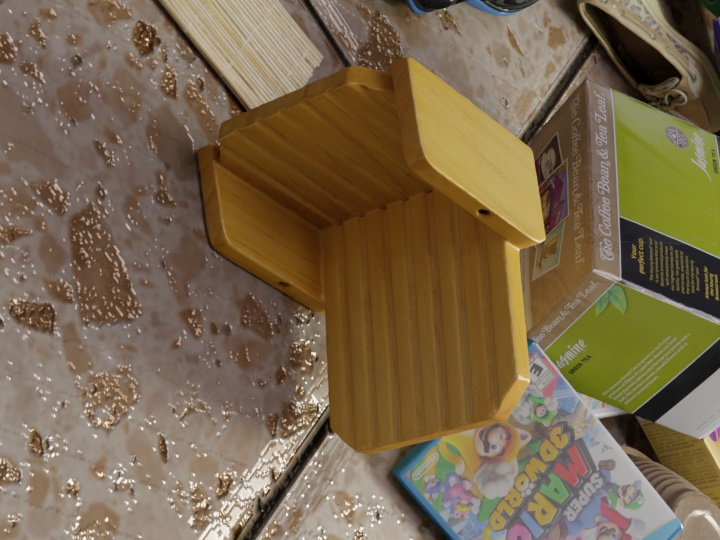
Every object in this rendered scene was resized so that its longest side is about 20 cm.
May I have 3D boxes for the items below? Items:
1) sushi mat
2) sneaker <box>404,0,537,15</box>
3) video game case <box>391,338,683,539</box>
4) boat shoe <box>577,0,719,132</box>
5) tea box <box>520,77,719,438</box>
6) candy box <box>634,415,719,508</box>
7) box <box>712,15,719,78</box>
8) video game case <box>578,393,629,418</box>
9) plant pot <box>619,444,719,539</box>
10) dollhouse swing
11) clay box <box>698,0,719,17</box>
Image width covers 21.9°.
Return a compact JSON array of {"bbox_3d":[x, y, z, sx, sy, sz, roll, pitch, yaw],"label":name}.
[{"bbox_3d":[-0.103,-0.197,1.327,0.200,0.012,0.096,51,43,-24],"label":"sushi mat"},{"bbox_3d":[0.094,-0.249,1.518,0.199,0.082,0.071,-4,79,-49],"label":"sneaker"},{"bbox_3d":[0.135,0.171,1.388,0.143,0.018,0.200,-43,109,-10],"label":"video game case"},{"bbox_3d":[0.262,-0.192,1.705,0.200,0.073,0.063,48,53,-20],"label":"boat shoe"},{"bbox_3d":[0.221,-0.008,1.450,0.196,0.134,0.201,23,47,-20],"label":"tea box"},{"bbox_3d":[0.284,0.101,1.591,0.117,0.056,0.201,-44,111,-45],"label":"candy box"},{"bbox_3d":[0.401,-0.148,1.755,0.200,0.104,0.185,25,52,-78],"label":"box"},{"bbox_3d":[0.196,0.033,1.577,0.199,0.022,0.183,-2,78,-50],"label":"video game case"},{"bbox_3d":[0.238,0.234,1.496,0.200,0.092,0.202,21,61,-42],"label":"plant pot"},{"bbox_3d":[0.000,0.000,1.226,0.181,0.199,0.177,32,54,-37],"label":"dollhouse swing"},{"bbox_3d":[0.391,-0.288,1.860,0.199,0.048,0.115,-8,47,-49],"label":"clay box"}]
